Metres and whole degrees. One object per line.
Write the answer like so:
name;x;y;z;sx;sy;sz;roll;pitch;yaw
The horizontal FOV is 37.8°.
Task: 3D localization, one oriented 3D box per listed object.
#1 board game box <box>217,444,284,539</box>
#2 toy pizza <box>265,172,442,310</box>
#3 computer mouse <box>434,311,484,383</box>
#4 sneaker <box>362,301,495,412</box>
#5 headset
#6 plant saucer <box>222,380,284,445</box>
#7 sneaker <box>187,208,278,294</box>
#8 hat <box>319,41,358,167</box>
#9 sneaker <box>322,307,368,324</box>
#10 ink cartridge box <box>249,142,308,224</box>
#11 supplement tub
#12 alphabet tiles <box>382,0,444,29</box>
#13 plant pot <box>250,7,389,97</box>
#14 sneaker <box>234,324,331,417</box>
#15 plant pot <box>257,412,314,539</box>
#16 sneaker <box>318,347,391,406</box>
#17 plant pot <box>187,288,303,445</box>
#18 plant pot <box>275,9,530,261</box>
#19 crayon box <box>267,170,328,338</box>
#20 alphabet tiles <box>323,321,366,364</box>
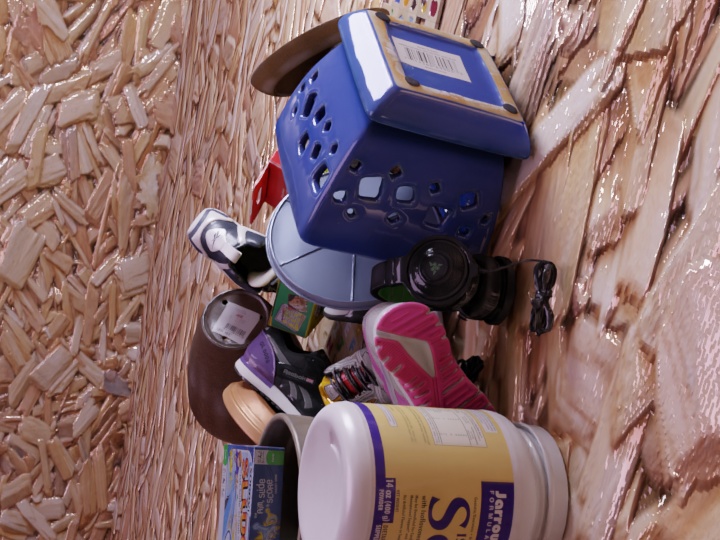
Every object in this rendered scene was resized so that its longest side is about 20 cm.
board game box;-0.118;0.283;1.093;0.135;0.034;0.201;158;117;-68
toy pizza;-0.005;-0.033;1.163;0.032;0.199;0.201;87;174;-52
computer mouse;0.076;0.073;1.118;0.201;0.044;0.110;-113;28;-45
sneaker;0.063;0.105;0.999;0.201;0.081;0.088;66;170;-22
headset;0.096;0.023;0.969;0.199;0.123;0.095;-12;69;46
plant saucer;-0.085;0.202;1.335;0.038;0.200;0.200;-51;26;6
sneaker;-0.120;-0.001;1.361;0.080;0.199;0.130;-50;43;0
hat;-0.007;-0.220;1.246;0.200;0.081;0.202;-24;49;30
sneaker;0.000;0.000;1.263;0.201;0.075;0.116;-123;42;-81
ink cartridge box;-0.067;-0.144;1.375;0.201;0.067;0.116;-59;-5;-23
supplement tub;0.059;0.188;0.894;0.145;0.199;0.146;-174;90;-71
alphabet tiles;0.051;-0.277;1.336;0.200;0.007;0.168;-128;47;-63
plant pot;-0.046;-0.272;1.347;0.028;0.199;0.200;64;155;5
sneaker;-0.057;0.147;1.308;0.088;0.200;0.076;-52;-6;5
plant pot;-0.013;0.255;1.113;0.200;0.172;0.201;-174;90;-71
sneaker;0.003;0.130;1.196;0.078;0.082;0.200;67;162;11
plant pot;-0.162;0.118;1.464;0.200;0.186;0.188;89;175;-58
plant pot;0.044;-0.135;1.048;0.201;0.199;0.180;-104;34;-45
crayon box;-0.043;-0.040;1.334;0.173;0.058;0.201;-49;-22;-63
alphabet tiles;-0.024;0.137;1.423;0.167;0.006;0.201;-106;29;-47
